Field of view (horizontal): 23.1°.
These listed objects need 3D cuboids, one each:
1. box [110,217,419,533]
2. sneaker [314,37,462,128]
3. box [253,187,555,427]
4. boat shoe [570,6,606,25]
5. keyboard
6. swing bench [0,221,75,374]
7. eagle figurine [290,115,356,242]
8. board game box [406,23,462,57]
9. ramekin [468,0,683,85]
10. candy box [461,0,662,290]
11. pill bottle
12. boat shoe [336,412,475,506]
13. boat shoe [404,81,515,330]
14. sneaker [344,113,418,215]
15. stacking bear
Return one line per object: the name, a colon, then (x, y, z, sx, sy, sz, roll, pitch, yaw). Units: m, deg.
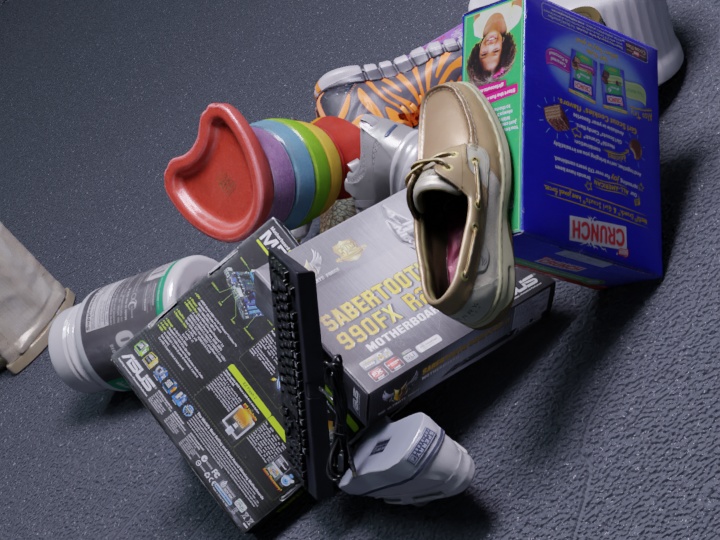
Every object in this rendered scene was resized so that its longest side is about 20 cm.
box: (-0.084, 0.091, 1.519, 0.193, 0.200, 0.048, -40, -13, 1)
sneaker: (0.057, -0.159, 1.773, 0.199, 0.078, 0.113, -16, 62, 6)
box: (0.036, 0.019, 1.459, 0.199, 0.048, 0.158, -28, 57, -25)
boat shoe: (0.147, -0.143, 1.544, 0.201, 0.066, 0.072, -46, 30, 6)
keyboard: (-0.041, 0.090, 1.387, 0.021, 0.201, 0.127, -16, 25, -24)
swing bench: (-0.488, 0.035, 2.118, 0.199, 0.199, 0.130, -25, 31, 30)
eagle figurine: (-0.047, -0.084, 1.799, 0.151, 0.152, 0.200, -14, 18, 3)
board game box: (0.126, -0.239, 1.914, 0.199, 0.032, 0.120, -28, 33, 22)
ramekin: (0.195, -0.225, 1.643, 0.199, 0.098, 0.201, -13, 24, 6)
candy box: (0.161, -0.099, 1.413, 0.077, 0.169, 0.201, -17, 65, 46)
pill bottle: (-0.223, 0.061, 1.823, 0.199, 0.113, 0.113, -18, 34, 38)
boat shoe: (0.035, 0.158, 1.386, 0.074, 0.065, 0.200, -56, 8, -11)
boat shoe: (0.070, -0.057, 1.322, 0.074, 0.066, 0.201, -29, 59, 39)
sneaker: (0.023, -0.074, 1.646, 0.075, 0.082, 0.200, -42, -21, -34)
stacking bear: (-0.065, -0.096, 1.659, 0.200, 0.114, 0.122, -16, -27, -48)
